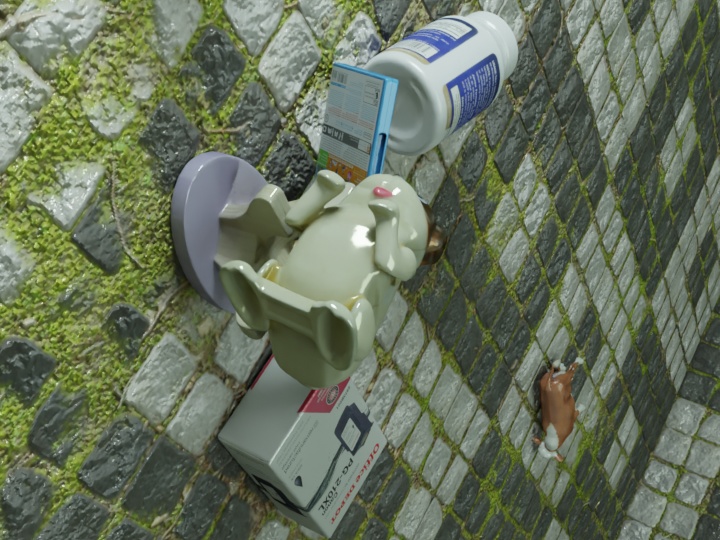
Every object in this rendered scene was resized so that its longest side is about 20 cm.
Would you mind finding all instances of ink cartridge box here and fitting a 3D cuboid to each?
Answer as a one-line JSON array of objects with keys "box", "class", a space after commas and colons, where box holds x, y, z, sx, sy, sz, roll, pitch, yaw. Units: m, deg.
[{"box": [-0.060, 0.196, 1.217, 0.146, 0.083, 0.201, -56, 145, -22], "class": "ink cartridge box"}]

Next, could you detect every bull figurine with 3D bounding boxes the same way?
[{"box": [0.364, 0.252, 1.914, 0.121, 0.064, 0.203, -46, 142, -40], "class": "bull figurine"}]

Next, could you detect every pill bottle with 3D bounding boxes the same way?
[{"box": [0.097, -0.226, 1.214, 0.199, 0.118, 0.121, -38, 135, -41], "class": "pill bottle"}]

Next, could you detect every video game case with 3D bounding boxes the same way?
[{"box": [-0.013, -0.108, 1.096, 0.018, 0.143, 0.204, 4, 104, -25], "class": "video game case"}]

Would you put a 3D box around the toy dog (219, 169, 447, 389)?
[{"box": [0.000, 0.000, 0.951, 0.201, 0.138, 0.196, -52, 142, -31], "class": "toy dog"}]

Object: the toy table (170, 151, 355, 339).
[{"box": [-0.092, -0.023, 1.032, 0.186, 0.116, 0.200, -62, 146, -15], "class": "toy table"}]
